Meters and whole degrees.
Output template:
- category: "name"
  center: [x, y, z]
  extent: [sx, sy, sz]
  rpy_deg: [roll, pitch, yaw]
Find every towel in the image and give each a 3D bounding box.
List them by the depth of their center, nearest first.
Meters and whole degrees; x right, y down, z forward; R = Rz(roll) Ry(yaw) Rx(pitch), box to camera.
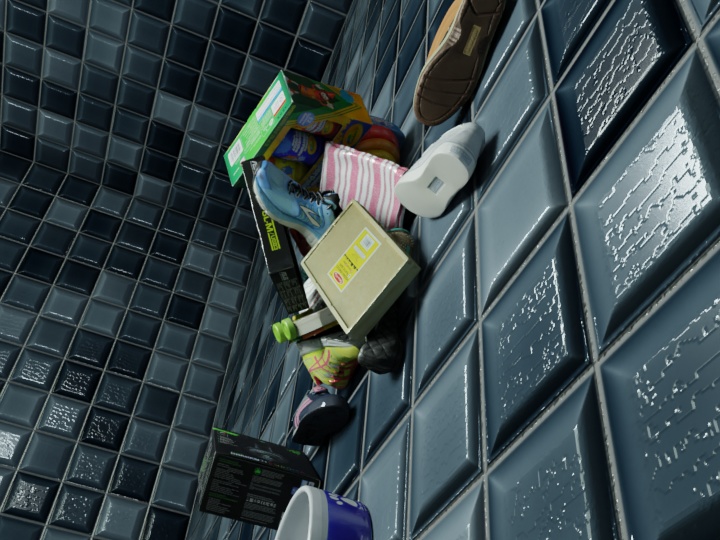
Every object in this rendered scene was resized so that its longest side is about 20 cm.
- category: "towel"
  center: [-0.005, -0.108, 1.196]
  extent: [0.199, 0.030, 0.149]
  rpy_deg: [27, 115, 44]

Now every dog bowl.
- category: "dog bowl"
  center: [-0.057, 0.367, 0.921]
  extent: [0.200, 0.078, 0.204]
  rpy_deg: [-162, 89, -78]

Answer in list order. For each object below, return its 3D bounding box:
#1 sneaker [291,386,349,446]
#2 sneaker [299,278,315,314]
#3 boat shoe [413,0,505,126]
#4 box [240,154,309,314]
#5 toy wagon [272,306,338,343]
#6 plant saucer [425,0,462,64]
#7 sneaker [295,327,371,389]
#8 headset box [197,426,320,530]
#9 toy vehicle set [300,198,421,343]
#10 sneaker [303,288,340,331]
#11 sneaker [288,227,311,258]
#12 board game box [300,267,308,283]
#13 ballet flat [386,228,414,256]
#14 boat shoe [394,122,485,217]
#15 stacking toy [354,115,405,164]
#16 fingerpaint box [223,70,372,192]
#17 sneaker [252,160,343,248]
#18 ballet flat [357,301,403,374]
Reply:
- category: "sneaker"
  center: [-0.065, 0.211, 1.201]
  extent: [0.200, 0.069, 0.083]
  rpy_deg: [129, 152, -58]
- category: "sneaker"
  center: [-0.060, 0.027, 1.443]
  extent: [0.099, 0.077, 0.204]
  rpy_deg: [-156, 83, -74]
- category: "boat shoe"
  center: [0.137, -0.292, 1.044]
  extent: [0.204, 0.074, 0.075]
  rpy_deg: [-59, 4, 24]
- category: "box"
  center: [-0.135, -0.052, 1.245]
  extent: [0.201, 0.047, 0.196]
  rpy_deg: [81, 170, -68]
- category: "toy wagon"
  center: [-0.062, 0.073, 1.228]
  extent: [0.040, 0.153, 0.200]
  rpy_deg: [66, 160, 2]
- category: "plant saucer"
  center: [0.137, -0.332, 1.169]
  extent: [0.200, 0.032, 0.204]
  rpy_deg: [-162, 89, -79]
- category: "sneaker"
  center: [-0.029, 0.135, 1.181]
  extent: [0.199, 0.077, 0.092]
  rpy_deg: [-21, 85, 63]
- category: "headset box"
  center: [-0.169, 0.335, 1.251]
  extent: [0.200, 0.171, 0.094]
  rpy_deg: [179, 109, -79]
- category: "toy vehicle set"
  center: [-0.006, -0.006, 1.051]
  extent: [0.125, 0.026, 0.200]
  rpy_deg: [-49, 35, 8]
- category: "sneaker"
  center: [-0.042, 0.036, 1.340]
  extent: [0.086, 0.079, 0.204]
  rpy_deg: [150, 134, -66]
- category: "sneaker"
  center: [-0.066, -0.033, 1.295]
  extent: [0.074, 0.087, 0.199]
  rpy_deg: [-50, 31, -8]
- category: "board game box"
  center: [-0.058, -0.071, 1.549]
  extent: [0.202, 0.028, 0.135]
  rpy_deg: [-65, -11, 26]
- category: "ballet flat"
  center: [0.000, 0.000, 1.124]
  extent: [0.199, 0.070, 0.066]
  rpy_deg: [-27, 54, 47]
- category: "boat shoe"
  center: [0.100, -0.127, 0.972]
  extent: [0.069, 0.072, 0.200]
  rpy_deg: [-53, -2, -20]
- category: "stacking toy"
  center: [0.024, -0.156, 1.299]
  extent: [0.110, 0.114, 0.202]
  rpy_deg: [-55, 32, 39]
- category: "fingerpaint box"
  center: [-0.104, -0.213, 1.275]
  extent: [0.200, 0.165, 0.074]
  rpy_deg: [-45, 53, 36]
- category: "sneaker"
  center: [-0.072, -0.102, 1.146]
  extent: [0.089, 0.199, 0.079]
  rpy_deg: [-34, 32, 34]
- category: "ballet flat"
  center: [0.019, 0.073, 1.052]
  extent: [0.201, 0.056, 0.067]
  rpy_deg: [-103, 35, -68]
